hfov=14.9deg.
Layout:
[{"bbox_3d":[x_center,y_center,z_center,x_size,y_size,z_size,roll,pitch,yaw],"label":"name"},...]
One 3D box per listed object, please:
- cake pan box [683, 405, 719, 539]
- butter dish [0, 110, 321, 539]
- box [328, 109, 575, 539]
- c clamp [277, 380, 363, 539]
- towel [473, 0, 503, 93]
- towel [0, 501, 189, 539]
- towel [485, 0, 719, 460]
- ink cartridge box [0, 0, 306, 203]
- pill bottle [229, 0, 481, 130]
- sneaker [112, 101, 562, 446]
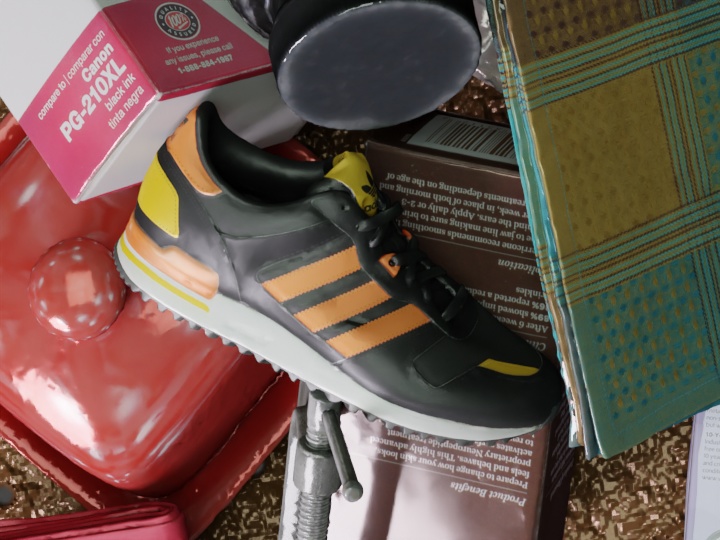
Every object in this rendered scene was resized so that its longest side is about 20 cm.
[{"bbox_3d":[0.246,0.099,1.238,0.199,0.052,0.185,3,93,9],"label":"cake pan box"},{"bbox_3d":[-0.113,0.007,1.244,0.200,0.148,0.200,40,97,6],"label":"butter dish"},{"bbox_3d":[0.049,0.035,1.224,0.100,0.075,0.201,12,110,15],"label":"box"},{"bbox_3d":[-0.027,0.124,1.207,0.027,0.171,0.201,3,122,-7],"label":"c clamp"},{"bbox_3d":[0.059,-0.201,1.272,0.191,0.032,0.200,32,95,8],"label":"towel"},{"bbox_3d":[-0.131,0.202,1.281,0.144,0.023,0.201,-8,113,8],"label":"towel"},{"bbox_3d":[0.127,-0.037,1.162,0.146,0.022,0.201,-19,101,-34],"label":"towel"},{"bbox_3d":[-0.111,-0.144,1.207,0.200,0.145,0.084,55,131,14],"label":"ink cartridge box"},{"bbox_3d":[-0.011,-0.163,1.153,0.112,0.112,0.201,-18,58,9],"label":"pill bottle"},{"bbox_3d":[0.000,0.000,1.141,0.200,0.070,0.090,24,116,2],"label":"sneaker"}]
